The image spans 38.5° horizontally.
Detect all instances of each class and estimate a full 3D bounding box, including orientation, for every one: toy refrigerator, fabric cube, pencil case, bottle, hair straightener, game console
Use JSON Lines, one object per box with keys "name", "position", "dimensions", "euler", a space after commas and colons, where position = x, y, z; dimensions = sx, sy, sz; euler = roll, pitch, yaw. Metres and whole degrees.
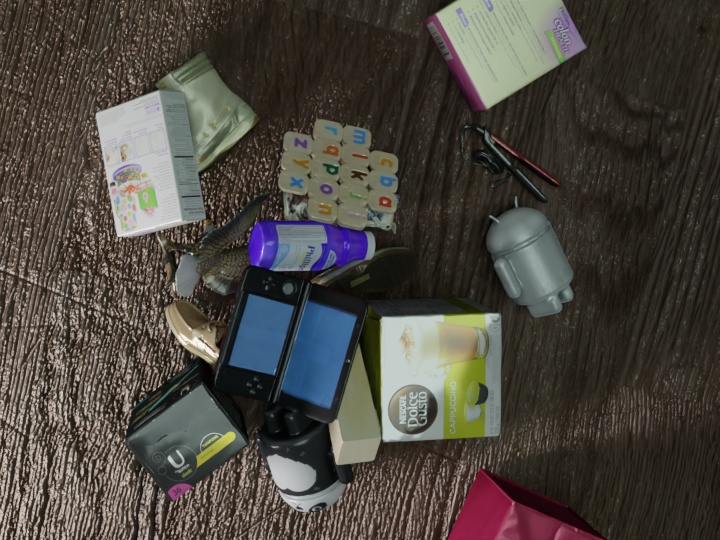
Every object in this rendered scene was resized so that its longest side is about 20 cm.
{"name": "toy refrigerator", "position": [-0.019, 0.199, 1.642], "dimensions": [0.069, 0.076, 0.201], "euler": [-4, 52, -13]}
{"name": "fabric cube", "position": [0.271, 0.487, 1.758], "dimensions": [0.199, 0.196, 0.201], "euler": [25, 90, -11]}
{"name": "pencil case", "position": [-0.038, -0.103, 1.691], "dimensions": [0.198, 0.090, 0.078], "euler": [-1, 133, -10]}
{"name": "bottle", "position": [-0.074, -0.039, 1.630], "dimensions": [0.198, 0.084, 0.066], "euler": [0, 52, -26]}
{"name": "hair straightener", "position": [0.244, -0.176, 1.755], "dimensions": [0.199, 0.041, 0.077], "euler": [37, 89, -12]}
{"name": "game console", "position": [-0.109, 0.112, 1.570], "dimensions": [0.171, 0.118, 0.202], "euler": [17, 89, -34]}

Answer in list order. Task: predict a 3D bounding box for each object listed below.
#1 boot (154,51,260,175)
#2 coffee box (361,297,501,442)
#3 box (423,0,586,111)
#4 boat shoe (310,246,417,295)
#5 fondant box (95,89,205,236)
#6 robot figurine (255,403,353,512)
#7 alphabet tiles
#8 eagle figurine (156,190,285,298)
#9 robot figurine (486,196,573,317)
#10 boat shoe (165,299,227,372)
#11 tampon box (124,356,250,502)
{"name": "boot", "position": [-0.280, -0.233, 1.646], "dimensions": [0.200, 0.072, 0.155], "euler": [-40, 98, -1]}
{"name": "coffee box", "position": [0.109, 0.156, 1.689], "dimensions": [0.196, 0.200, 0.202], "euler": [-1, 96, -9]}
{"name": "box", "position": [0.236, -0.391, 1.702], "dimensions": [0.199, 0.097, 0.177], "euler": [-32, 100, -4]}
{"name": "boat shoe", "position": [0.000, 0.000, 1.719], "dimensions": [0.199, 0.076, 0.072], "euler": [-17, 114, -30]}
{"name": "fondant box", "position": [-0.326, -0.164, 1.599], "dimensions": [0.143, 0.058, 0.202], "euler": [-11, 88, 34]}
{"name": "robot figurine", "position": [-0.094, 0.302, 1.698], "dimensions": [0.124, 0.150, 0.201], "euler": [-21, 114, -13]}
{"name": "alphabet tiles", "position": [-0.034, -0.156, 1.664], "dimensions": [0.194, 0.015, 0.201], "euler": [10, 56, -11]}
{"name": "eagle figurine", "position": [-0.221, -0.036, 1.652], "dimensions": [0.198, 0.152, 0.152], "euler": [-10, 78, -3]}
{"name": "robot figurine", "position": [0.285, -0.022, 1.743], "dimensions": [0.169, 0.113, 0.201], "euler": [-39, 105, -43]}
{"name": "boat shoe", "position": [-0.232, 0.110, 1.662], "dimensions": [0.200, 0.071, 0.065], "euler": [43, 124, 12]}
{"name": "tampon box", "position": [-0.273, 0.247, 1.634], "dimensions": [0.149, 0.200, 0.127], "euler": [-37, 101, -3]}
